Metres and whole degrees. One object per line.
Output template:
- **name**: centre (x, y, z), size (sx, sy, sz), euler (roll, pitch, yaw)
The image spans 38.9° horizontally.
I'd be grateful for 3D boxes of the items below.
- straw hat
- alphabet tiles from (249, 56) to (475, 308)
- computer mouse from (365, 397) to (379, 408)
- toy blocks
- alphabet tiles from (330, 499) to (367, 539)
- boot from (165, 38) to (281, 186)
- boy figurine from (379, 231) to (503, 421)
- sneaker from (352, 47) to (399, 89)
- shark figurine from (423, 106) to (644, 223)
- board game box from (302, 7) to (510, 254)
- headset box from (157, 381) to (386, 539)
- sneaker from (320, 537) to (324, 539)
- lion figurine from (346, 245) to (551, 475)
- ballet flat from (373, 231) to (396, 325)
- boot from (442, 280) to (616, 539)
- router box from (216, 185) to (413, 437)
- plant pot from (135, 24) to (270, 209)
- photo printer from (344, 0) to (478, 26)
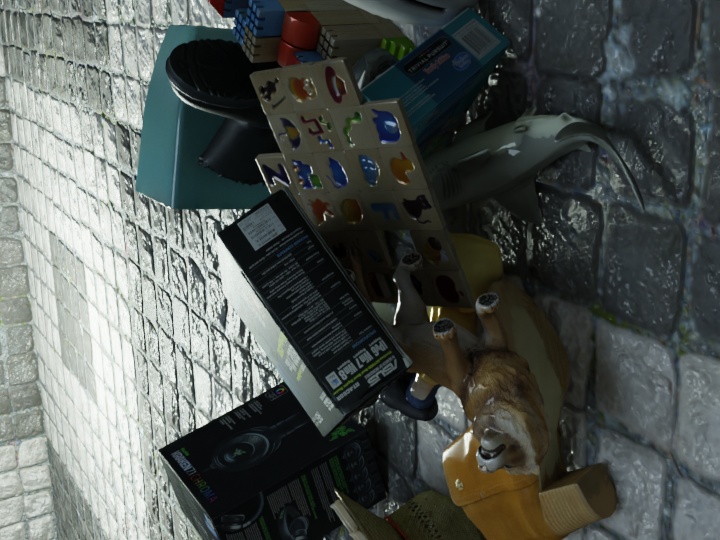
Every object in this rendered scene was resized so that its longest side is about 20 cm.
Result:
- **straw hat**: centre (0.066, 0.249, 0.916), size (0.202, 0.085, 0.201), euler (52, 172, 10)
- **alphabet tiles**: centre (-0.011, -0.060, 0.761), size (0.166, 0.008, 0.202), euler (3, 124, 44)
- **computer mouse**: centre (-0.005, 0.031, 0.937), size (0.058, 0.034, 0.203), euler (1, 100, 26)
- **toy blocks**: centre (-0.055, -0.232, 0.948), size (0.201, 0.135, 0.101), euler (56, 144, 37)
- **alphabet tiles**: centre (0.037, 0.305, 0.966), size (0.200, 0.015, 0.196), euler (47, 170, 47)
- **boot**: centre (-0.126, -0.157, 1.053), size (0.163, 0.196, 0.074), euler (-47, 55, 49)
- **boy figurine**: centre (0.066, 0.048, 0.848), size (0.201, 0.064, 0.125), euler (104, -174, -51)
- **sneaker**: centre (-0.022, -0.128, 0.900), size (0.080, 0.074, 0.200), euler (51, 148, 11)
- **shark figurine**: centre (0.125, -0.071, 0.753), size (0.213, 0.128, 0.090), euler (-11, 115, 45)
- **board game box**: centre (0.024, -0.098, 0.823), size (0.047, 0.151, 0.200), euler (42, 142, 7)
- **headset box**: centre (-0.092, 0.217, 1.107), size (0.174, 0.199, 0.094), euler (28, 140, 57)
- **sneaker**: centre (-0.080, 0.305, 1.243), size (0.201, 0.079, 0.079), euler (-54, 54, 22)
- **lion figurine**: centre (0.059, 0.061, 0.742), size (0.200, 0.072, 0.123), euler (38, 155, 49)
- **ballet flat**: centre (0.000, 0.000, 0.986), size (0.071, 0.070, 0.202), euler (-22, 83, 62)
- **boot**: centre (0.108, 0.123, 0.811), size (0.144, 0.070, 0.203), euler (-31, 79, 49)
- **router box**: centre (-0.040, 0.041, 0.762), size (0.150, 0.062, 0.200), euler (53, 168, 7)
- **plant pot**: centre (-0.174, -0.183, 1.197), size (0.141, 0.140, 0.203), euler (22, 110, 58)
- **photo printer**: centre (0.004, -0.279, 0.796), size (0.069, 0.165, 0.202), euler (-43, 59, 35)
